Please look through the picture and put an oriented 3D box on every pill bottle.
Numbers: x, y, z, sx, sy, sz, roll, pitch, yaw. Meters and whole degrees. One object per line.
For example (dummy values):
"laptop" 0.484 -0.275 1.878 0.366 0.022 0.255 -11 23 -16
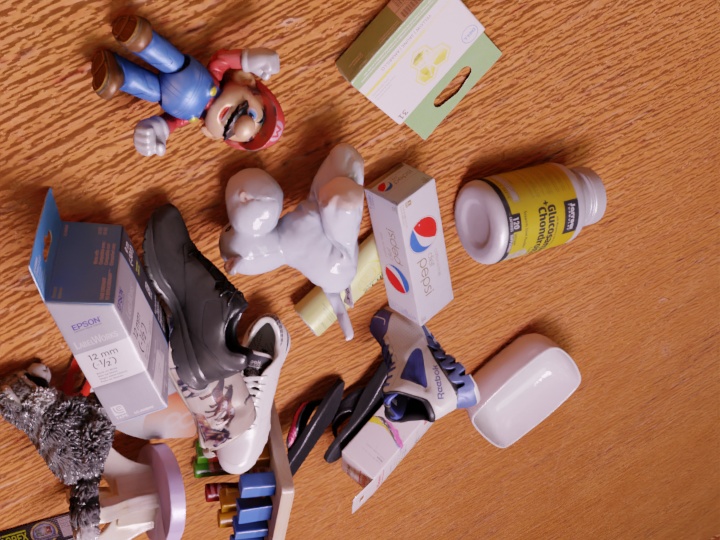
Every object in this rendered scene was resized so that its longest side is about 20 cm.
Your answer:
"pill bottle" 0.233 -0.083 1.392 0.197 0.112 0.113 -15 139 -27

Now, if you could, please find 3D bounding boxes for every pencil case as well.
"pencil case" -0.192 0.115 1.197 0.089 0.077 0.202 -32 106 -23

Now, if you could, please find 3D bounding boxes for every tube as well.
"tube" 0.000 0.000 1.341 0.200 0.052 0.058 -43 -179 -5

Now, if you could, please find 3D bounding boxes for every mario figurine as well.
"mario figurine" -0.149 -0.165 0.983 0.198 0.108 0.122 20 151 -41

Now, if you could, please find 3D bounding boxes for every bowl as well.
"bowl" 0.268 0.195 1.752 0.199 0.075 0.200 -40 144 4

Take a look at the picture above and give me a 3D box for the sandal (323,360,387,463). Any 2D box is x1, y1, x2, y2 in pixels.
"sandal" 0.001 0.201 1.561 0.202 0.048 0.075 -56 157 1

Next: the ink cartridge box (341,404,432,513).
"ink cartridge box" 0.032 0.266 1.567 0.200 0.067 0.117 -47 164 -19

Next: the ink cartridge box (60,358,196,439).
"ink cartridge box" -0.264 0.140 1.267 0.198 0.050 0.163 1 129 -44

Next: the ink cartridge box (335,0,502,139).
"ink cartridge box" 0.081 -0.230 1.162 0.146 0.048 0.199 -46 140 11

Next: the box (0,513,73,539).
"box" -0.465 0.414 1.396 0.197 0.044 0.162 -11 136 -32

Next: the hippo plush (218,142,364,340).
"hippo plush" -0.080 -0.052 1.173 0.158 0.160 0.203 3 118 -2

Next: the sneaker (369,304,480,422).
"sneaker" 0.060 0.138 1.408 0.114 0.199 0.081 -30 140 -22

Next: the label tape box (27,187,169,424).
"label tape box" -0.254 0.028 1.027 0.065 0.144 0.202 -15 124 2

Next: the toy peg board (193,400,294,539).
"toy peg board" -0.166 0.279 1.390 0.096 0.201 0.202 -2 134 -16

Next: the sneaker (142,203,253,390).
"sneaker" -0.169 0.022 1.105 0.089 0.203 0.076 -15 -174 19

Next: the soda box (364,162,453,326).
"soda box" 0.064 -0.032 1.306 0.068 0.063 0.202 -36 135 -26

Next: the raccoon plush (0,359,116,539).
"raccoon plush" -0.351 0.203 1.152 0.132 0.203 0.097 10 147 -36

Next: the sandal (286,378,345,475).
"sandal" -0.088 0.237 1.491 0.201 0.045 0.075 -56 161 -13

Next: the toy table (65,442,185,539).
"toy table" -0.302 0.292 1.307 0.115 0.187 0.200 -2 165 -25

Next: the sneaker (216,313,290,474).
"sneaker" -0.140 0.152 1.286 0.075 0.203 0.081 13 169 -2
